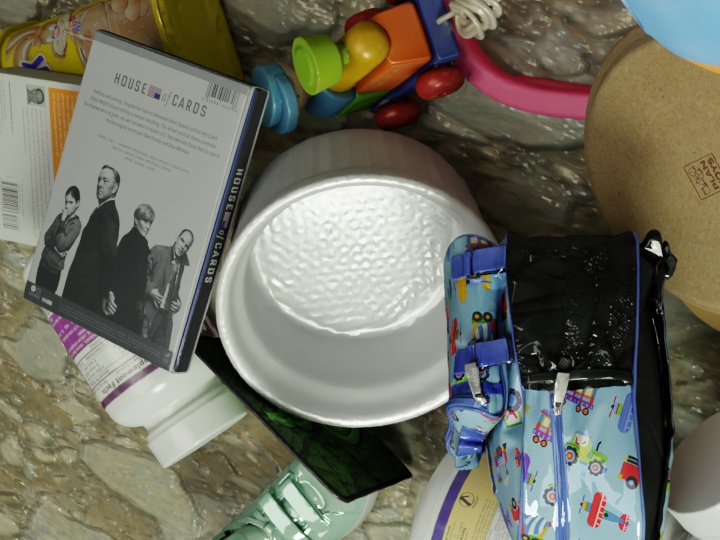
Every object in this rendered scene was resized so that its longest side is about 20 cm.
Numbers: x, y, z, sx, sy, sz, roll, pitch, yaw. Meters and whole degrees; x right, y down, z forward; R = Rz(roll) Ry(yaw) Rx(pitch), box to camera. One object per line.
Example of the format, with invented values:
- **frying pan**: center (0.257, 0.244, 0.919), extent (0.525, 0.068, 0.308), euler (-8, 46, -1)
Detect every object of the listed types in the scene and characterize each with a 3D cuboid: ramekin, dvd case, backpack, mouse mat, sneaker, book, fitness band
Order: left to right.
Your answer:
- **book**: center (-0.192, -0.074, 1.106), extent (0.199, 0.048, 0.135), euler (11, 109, 29)
- **dvd case**: center (-0.151, -0.050, 1.024), extent (0.150, 0.025, 0.201), euler (23, 100, 31)
- **sneaker**: center (-0.066, 0.211, 1.187), extent (0.074, 0.118, 0.201), euler (48, 125, 12)
- **mouse mat**: center (-0.039, 0.104, 1.091), extent (0.161, 0.200, 0.008), euler (44, 98, 13)
- **ramekin**: center (0.000, 0.000, 1.029), extent (0.199, 0.098, 0.202), euler (-2, 123, -3)
- **backpack**: center (0.118, 0.089, 0.893), extent (0.133, 0.183, 0.202), euler (-1, 78, 2)
- **fitness band**: center (0.140, -0.172, 0.961), extent (0.199, 0.037, 0.145), euler (11, 112, 29)

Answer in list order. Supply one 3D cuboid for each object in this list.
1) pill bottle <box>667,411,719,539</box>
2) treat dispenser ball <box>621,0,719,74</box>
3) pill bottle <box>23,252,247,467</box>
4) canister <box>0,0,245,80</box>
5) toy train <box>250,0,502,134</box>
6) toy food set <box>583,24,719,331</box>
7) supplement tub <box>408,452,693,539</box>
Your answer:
- **pill bottle**: center (0.277, 0.178, 0.907), extent (0.112, 0.113, 0.200), euler (-31, 111, 37)
- **treat dispenser ball**: center (0.212, -0.194, 0.740), extent (0.200, 0.201, 0.202), euler (12, 113, 30)
- **pill bottle**: center (-0.179, 0.055, 1.211), extent (0.112, 0.112, 0.201), euler (-36, 86, 37)
- **canister**: center (-0.192, -0.142, 1.166), extent (0.199, 0.086, 0.150), euler (-12, 100, 35)
- **toy train**: center (0.008, -0.146, 0.966), extent (0.200, 0.115, 0.085), euler (-29, 80, 64)
- **toy food set**: center (0.219, -0.063, 0.881), extent (0.200, 0.049, 0.198), euler (52, 140, 13)
- **supplement tub**: center (0.147, 0.204, 1.023), extent (0.199, 0.145, 0.147), euler (15, 115, 29)
